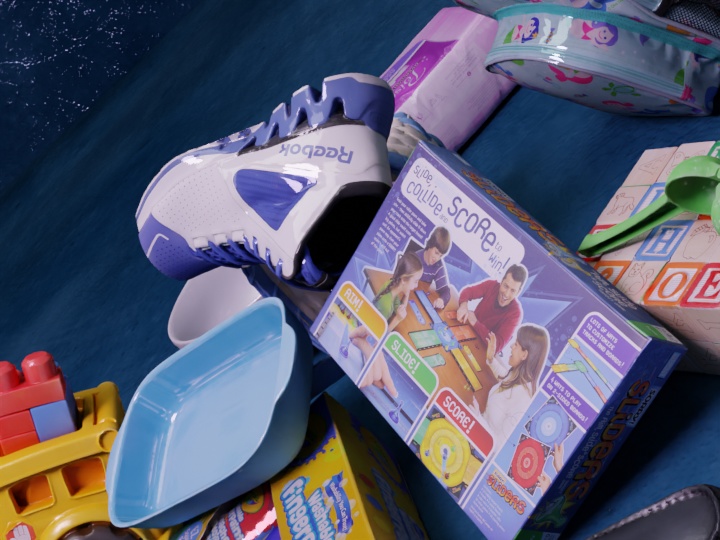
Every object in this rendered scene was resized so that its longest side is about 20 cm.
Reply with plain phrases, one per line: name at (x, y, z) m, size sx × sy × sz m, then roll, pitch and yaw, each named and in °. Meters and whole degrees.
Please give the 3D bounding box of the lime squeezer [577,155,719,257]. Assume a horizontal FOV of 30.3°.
lime squeezer at (0.163, -0.020, 0.629) m, size 0.071 × 0.038 × 0.200 m, roll -47°, pitch 22°, yaw -1°

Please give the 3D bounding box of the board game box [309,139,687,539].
board game box at (0.063, 0.036, 0.712) m, size 0.200 × 0.034 × 0.135 m, roll 47°, pitch 114°, yaw 42°

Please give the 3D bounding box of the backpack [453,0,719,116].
backpack at (0.159, -0.188, 0.892) m, size 0.178 × 0.200 × 0.151 m, roll 17°, pitch 85°, yaw 66°

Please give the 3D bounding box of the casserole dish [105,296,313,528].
casserole dish at (-0.091, 0.096, 0.833) m, size 0.200 × 0.039 × 0.121 m, roll -33°, pitch 41°, yaw 40°

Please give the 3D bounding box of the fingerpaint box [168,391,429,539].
fingerpaint box at (-0.043, 0.184, 0.762) m, size 0.167 × 0.073 × 0.200 m, roll -43°, pitch 21°, yaw 8°

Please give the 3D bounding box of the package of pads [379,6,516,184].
package of pads at (0.058, -0.147, 1.177) m, size 0.200 × 0.076 × 0.121 m, roll -49°, pitch 19°, yaw -7°

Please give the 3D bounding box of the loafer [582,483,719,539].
loafer at (0.081, 0.157, 0.579) m, size 0.201 × 0.070 × 0.068 m, roll -41°, pitch 22°, yaw 14°

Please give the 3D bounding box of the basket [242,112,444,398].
basket at (0.000, 0.000, 0.906) m, size 0.176 × 0.139 × 0.200 m, roll -35°, pitch 29°, yaw 28°

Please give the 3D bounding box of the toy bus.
toy bus at (-0.250, 0.157, 0.974) m, size 0.200 × 0.192 × 0.136 m, roll -19°, pitch 20°, yaw -6°

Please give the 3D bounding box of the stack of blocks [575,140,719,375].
stack of blocks at (0.198, -0.008, 0.677) m, size 0.115 × 0.059 × 0.200 m, roll -53°, pitch 22°, yaw -17°

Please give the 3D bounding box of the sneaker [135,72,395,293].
sneaker at (-0.055, -0.027, 0.820) m, size 0.199 × 0.081 × 0.115 m, roll -30°, pitch 57°, yaw 30°

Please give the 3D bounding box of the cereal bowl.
cereal bowl at (-0.063, 0.010, 1.109) m, size 0.200 × 0.083 × 0.200 m, roll -39°, pitch 21°, yaw 18°
